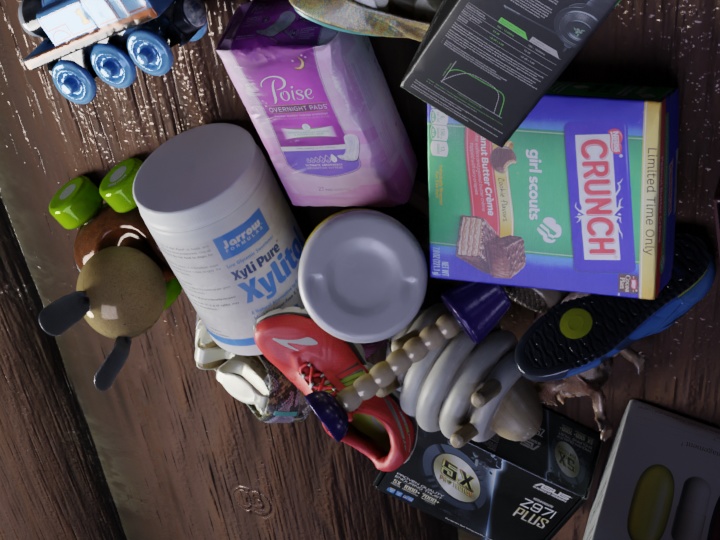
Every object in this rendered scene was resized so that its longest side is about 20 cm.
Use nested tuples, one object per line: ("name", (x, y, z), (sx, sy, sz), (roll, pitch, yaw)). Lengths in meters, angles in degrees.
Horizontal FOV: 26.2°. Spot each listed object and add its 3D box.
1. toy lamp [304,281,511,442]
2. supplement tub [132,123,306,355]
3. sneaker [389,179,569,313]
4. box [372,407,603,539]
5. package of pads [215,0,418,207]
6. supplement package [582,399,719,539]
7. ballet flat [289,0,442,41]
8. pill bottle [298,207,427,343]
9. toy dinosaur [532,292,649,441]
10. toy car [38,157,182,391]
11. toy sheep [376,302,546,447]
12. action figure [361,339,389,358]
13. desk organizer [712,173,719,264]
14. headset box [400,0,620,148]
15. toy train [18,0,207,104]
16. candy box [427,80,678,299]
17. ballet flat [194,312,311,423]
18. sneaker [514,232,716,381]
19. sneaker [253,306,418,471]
("toy lamp", (0.046, 0.075, 1.382), (0.200, 0.058, 0.058), (-37, 122, -1))
("supplement tub", (-0.123, -0.027, 1.503), (0.131, 0.132, 0.201), (1, 137, 28))
("sneaker", (0.115, -0.038, 1.423), (0.200, 0.076, 0.071), (35, 159, 18))
("box", (0.136, 0.207, 1.673), (0.199, 0.086, 0.164), (26, 142, -2))
("package of pads", (-0.033, -0.143, 1.364), (0.120, 0.076, 0.201), (-1, 135, 25))
("supplement package", (0.324, 0.273, 1.557), (0.190, 0.201, 0.147), (17, 142, 8))
("ballet flat", (0.042, -0.218, 1.245), (0.199, 0.071, 0.071), (16, 142, 2))
("pill bottle", (0.000, 0.000, 1.412), (0.114, 0.115, 0.200), (27, -177, -3))
("toy dinosaur", (0.198, 0.072, 1.492), (0.135, 0.086, 0.201), (21, 136, 40))
("toy car", (-0.250, 0.019, 1.568), (0.157, 0.201, 0.164), (-14, 128, 39))
("toy sheep", (0.088, 0.095, 1.470), (0.200, 0.138, 0.138), (36, 145, 18))
("action figure", (-0.006, 0.062, 1.600), (0.200, 0.134, 0.150), (-35, 71, 35))
("desk organizer", (0.344, -0.014, 1.309), (0.071, 0.077, 0.201), (5, 138, 23))
("headset box", (0.131, -0.221, 1.105), (0.092, 0.175, 0.200), (30, 141, -6))
("toy train", (-0.223, -0.224, 1.370), (0.199, 0.087, 0.115), (-12, 120, 40))
("candy box", (0.160, -0.072, 1.293), (0.199, 0.077, 0.170), (5, 110, 21))
("ballet flat", (-0.128, 0.089, 1.578), (0.200, 0.072, 0.072), (39, 155, 39))
("sneaker", (0.231, 0.046, 1.380), (0.199, 0.066, 0.079), (-33, 149, 0))
("sneaker", (-0.022, 0.114, 1.476), (0.200, 0.085, 0.077), (40, 120, -11))
